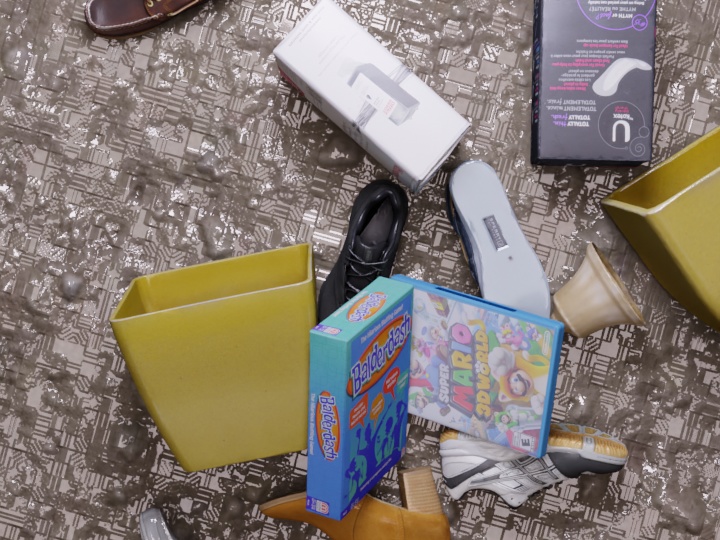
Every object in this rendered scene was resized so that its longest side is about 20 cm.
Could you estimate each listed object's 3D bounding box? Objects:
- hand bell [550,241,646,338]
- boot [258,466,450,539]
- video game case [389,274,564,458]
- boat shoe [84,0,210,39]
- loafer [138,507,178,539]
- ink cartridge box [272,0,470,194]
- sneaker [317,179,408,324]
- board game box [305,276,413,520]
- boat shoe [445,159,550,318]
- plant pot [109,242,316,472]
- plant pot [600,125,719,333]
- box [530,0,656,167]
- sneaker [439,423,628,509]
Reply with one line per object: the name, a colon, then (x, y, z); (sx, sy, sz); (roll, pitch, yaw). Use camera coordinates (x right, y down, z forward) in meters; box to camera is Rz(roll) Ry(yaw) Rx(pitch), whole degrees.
hand bell: (0.192, 0.068, 1.497); (0.199, 0.104, 0.105); (-35, 89, 12)
boot: (-0.001, 0.295, 1.493); (0.199, 0.071, 0.145); (-8, 87, -5)
video game case: (0.110, 0.097, 1.453); (0.199, 0.018, 0.144); (17, 111, 31)
boat shoe: (-0.205, -0.306, 1.500); (0.199, 0.070, 0.071); (-23, 91, 2)
loafer: (-0.172, 0.337, 1.501); (0.069, 0.070, 0.201); (-28, 97, -5)
ink cartridge box: (0.012, -0.178, 1.459); (0.200, 0.146, 0.085); (43, 89, 0)
sneaker: (0.000, 0.000, 1.486); (0.075, 0.091, 0.202); (12, 91, -1)
board game box: (0.000, 0.127, 1.421); (0.045, 0.152, 0.202); (13, 116, 25)
boat shoe: (0.145, -0.018, 1.484); (0.070, 0.091, 0.202); (-18, 88, -2)
plant pot: (-0.129, 0.093, 1.445); (0.198, 0.200, 0.178); (-12, 102, 1)
plant pot: (0.395, -0.031, 1.439); (0.195, 0.194, 0.201); (-31, 98, 0)
box: (0.242, -0.212, 1.476); (0.121, 0.106, 0.202); (2, 90, 3)
sneaker: (0.183, 0.210, 1.498); (0.198, 0.076, 0.089); (2, 96, 10)
